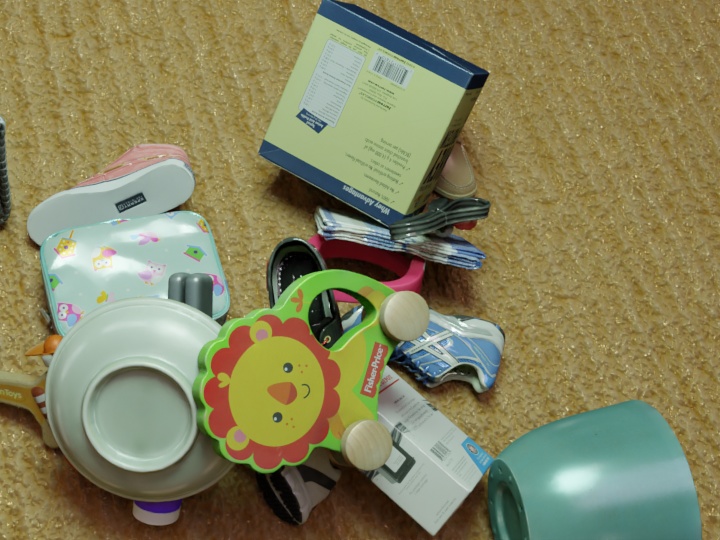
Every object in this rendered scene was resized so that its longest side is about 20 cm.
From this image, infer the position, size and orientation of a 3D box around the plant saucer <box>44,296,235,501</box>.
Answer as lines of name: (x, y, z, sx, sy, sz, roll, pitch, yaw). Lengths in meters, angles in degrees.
plant saucer: (-0.197, 0.127, 0.889, 0.199, 0.201, 0.050, 18, 13, -2)

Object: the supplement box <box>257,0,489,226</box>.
supplement box: (0.017, -0.190, 1.170, 0.199, 0.201, 0.134, 29, 18, 9)

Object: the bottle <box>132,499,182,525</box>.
bottle: (-0.186, 0.149, 0.953, 0.083, 0.201, 0.065, 10, 12, -5)

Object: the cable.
cable: (0.094, -0.049, 1.105, 0.096, 0.051, 0.200, -1, 14, 16)

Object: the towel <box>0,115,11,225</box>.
towel: (-0.438, -0.156, 1.062, 0.085, 0.200, 0.166, -11, 63, -21)

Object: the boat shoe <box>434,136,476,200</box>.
boat shoe: (0.095, -0.182, 1.294, 0.071, 0.065, 0.201, -20, 66, -25)

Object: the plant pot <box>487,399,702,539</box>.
plant pot: (0.224, 0.244, 0.993, 0.160, 0.201, 0.202, -7, 61, -11)

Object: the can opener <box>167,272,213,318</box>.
can opener: (-0.173, 0.102, 1.018, 0.066, 0.052, 0.201, -7, 96, -55)

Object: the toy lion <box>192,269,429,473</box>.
toy lion: (-0.052, 0.090, 0.891, 0.191, 0.069, 0.201, 22, 78, -21)

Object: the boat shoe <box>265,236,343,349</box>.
boat shoe: (-0.052, 0.066, 0.962, 0.073, 0.063, 0.203, -12, 80, 0)

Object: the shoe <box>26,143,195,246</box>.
shoe: (-0.291, -0.089, 1.142, 0.199, 0.072, 0.091, -21, 27, -3)

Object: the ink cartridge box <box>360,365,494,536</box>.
ink cartridge box: (0.035, 0.172, 1.027, 0.200, 0.068, 0.116, 41, 17, 12)

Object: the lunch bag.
lunch bag: (-0.250, 0.025, 1.071, 0.199, 0.077, 0.161, -11, 64, -20)

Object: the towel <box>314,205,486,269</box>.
towel: (0.041, -0.041, 1.169, 0.199, 0.147, 0.024, 11, 100, -9)

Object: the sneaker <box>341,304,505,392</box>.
sneaker: (0.070, 0.087, 1.115, 0.199, 0.076, 0.077, 10, 59, -3)

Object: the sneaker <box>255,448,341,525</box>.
sneaker: (-0.086, 0.159, 1.008, 0.080, 0.073, 0.201, -31, 105, -39)

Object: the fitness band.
fitness band: (0.000, 0.000, 1.109, 0.143, 0.038, 0.200, 12, 17, 6)

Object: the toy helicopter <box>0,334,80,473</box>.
toy helicopter: (-0.322, 0.117, 0.976, 0.199, 0.133, 0.079, 9, 26, 11)
